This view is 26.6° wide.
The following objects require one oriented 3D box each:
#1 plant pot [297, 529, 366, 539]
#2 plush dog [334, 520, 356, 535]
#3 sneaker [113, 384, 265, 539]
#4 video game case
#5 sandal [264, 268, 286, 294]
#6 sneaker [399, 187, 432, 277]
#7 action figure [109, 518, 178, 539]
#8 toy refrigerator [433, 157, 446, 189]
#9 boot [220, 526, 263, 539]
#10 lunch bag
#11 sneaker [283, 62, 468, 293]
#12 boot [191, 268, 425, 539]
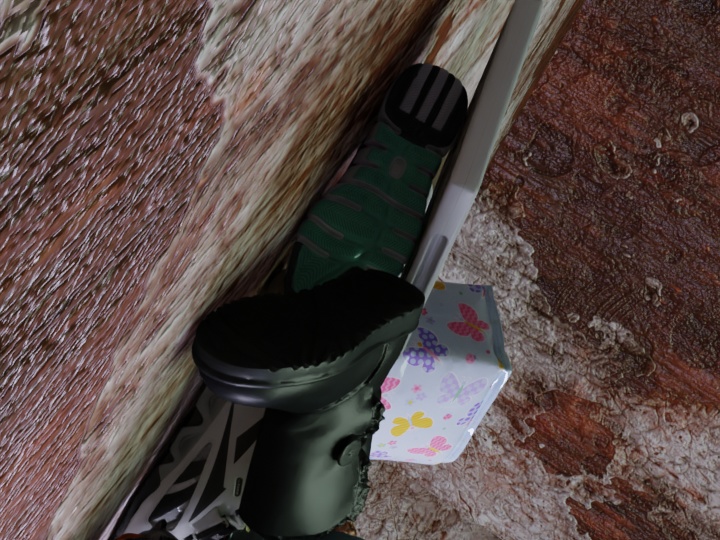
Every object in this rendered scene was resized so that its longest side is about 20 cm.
[{"bbox_3d":[-0.035,0.282,0.997,0.201,0.198,0.189,116,-4,-55],"label":"plant pot"},{"bbox_3d":[-0.078,0.269,1.537,0.161,0.171,0.200,-56,176,-15],"label":"plush dog"},{"bbox_3d":[-0.104,0.157,1.047,0.201,0.088,0.074,-57,177,8],"label":"sneaker"},{"bbox_3d":[0.069,-0.065,1.049,0.183,0.022,0.201,112,-1,-49],"label":"video game case"},{"bbox_3d":[-0.062,0.060,1.113,0.201,0.054,0.081,88,25,-56],"label":"sandal"},{"bbox_3d":[0.000,0.000,1.200,0.201,0.076,0.081,-58,177,23],"label":"sneaker"},{"bbox_3d":[-0.134,0.200,0.923,0.199,0.105,0.194,-34,-174,13],"label":"action figure"},{"bbox_3d":[0.047,-0.043,1.468,0.201,0.070,0.076,-61,174,29],"label":"toy refrigerator"},{"bbox_3d":[-0.086,0.194,1.248,0.202,0.074,0.154,-29,170,-3],"label":"boot"},{"bbox_3d":[0.018,0.099,1.376,0.201,0.168,0.128,113,-25,-43],"label":"lunch bag"},{"bbox_3d":[0.011,-0.043,1.051,0.201,0.074,0.088,-58,-179,-14],"label":"sneaker"},{"bbox_3d":[-0.042,0.098,0.936,0.199,0.076,0.170,-19,130,-55],"label":"boot"}]
